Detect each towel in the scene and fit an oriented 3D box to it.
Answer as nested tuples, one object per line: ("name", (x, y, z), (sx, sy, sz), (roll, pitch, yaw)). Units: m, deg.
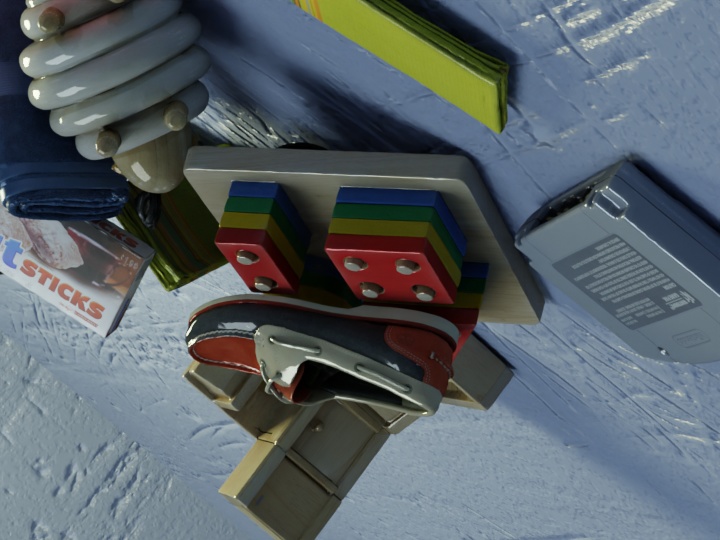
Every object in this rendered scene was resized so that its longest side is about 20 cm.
("towel", (0.001, -0.149, 1.429), (0.200, 0.018, 0.086), (34, 171, 12))
("towel", (-0.116, -0.044, 1.841), (0.086, 0.018, 0.200), (56, -154, 2))
("towel", (-0.229, -0.131, 1.730), (0.111, 0.201, 0.048), (0, 158, -45))

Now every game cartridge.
("game cartridge", (0.171, 0.001, 1.476), (0.133, 0.040, 0.200), (42, 167, -4))

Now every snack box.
("snack box", (-0.245, -0.036, 1.763), (0.200, 0.072, 0.024), (32, -154, 6))

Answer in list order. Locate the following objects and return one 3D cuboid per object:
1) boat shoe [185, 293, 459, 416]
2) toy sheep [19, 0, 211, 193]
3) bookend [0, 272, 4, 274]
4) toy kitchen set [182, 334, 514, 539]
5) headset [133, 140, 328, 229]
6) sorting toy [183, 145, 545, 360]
("boat shoe", (-0.031, 0.059, 1.659), (0.199, 0.063, 0.071), (4, 155, 24))
("toy sheep", (-0.166, -0.145, 1.664), (0.138, 0.137, 0.201), (6, 118, 66))
("bookend", (-0.278, -0.136, 1.835), (0.200, 0.199, 0.092), (42, 166, -14))
("toy kitchen set", (-0.028, 0.103, 1.979), (0.163, 0.200, 0.180), (41, 167, -18))
("headset", (-0.062, -0.032, 1.782), (0.199, 0.094, 0.123), (27, 145, -16))
("sorting toy", (0.000, 0.000, 1.675), (0.199, 0.070, 0.199), (3, 152, 22))
